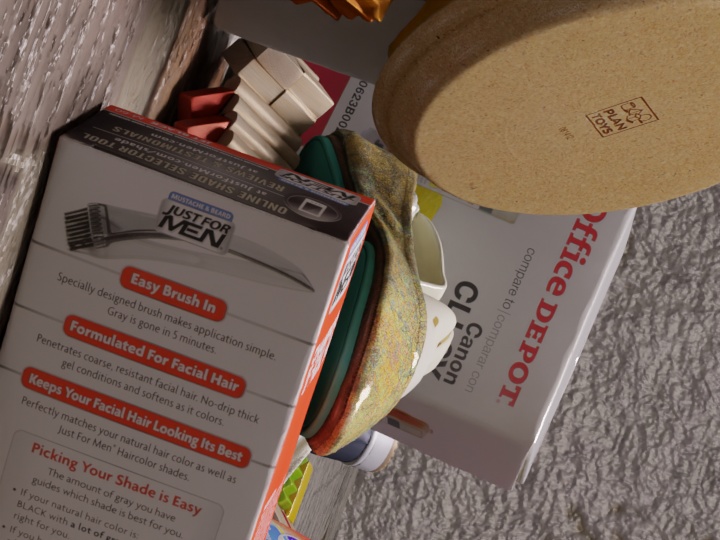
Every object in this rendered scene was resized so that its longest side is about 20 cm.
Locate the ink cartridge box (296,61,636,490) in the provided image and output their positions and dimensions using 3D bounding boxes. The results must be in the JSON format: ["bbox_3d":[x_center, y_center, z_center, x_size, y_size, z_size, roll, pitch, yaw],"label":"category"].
[{"bbox_3d":[0.017,-0.005,0.974,0.083,0.200,0.145,97,18,-70],"label":"ink cartridge box"}]

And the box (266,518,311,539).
[{"bbox_3d":[-0.101,0.212,0.987,0.200,0.103,0.095,-61,-179,9],"label":"box"}]

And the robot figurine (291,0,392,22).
[{"bbox_3d":[0.007,-0.200,0.722,0.145,0.058,0.200,37,73,-41],"label":"robot figurine"}]

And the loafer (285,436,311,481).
[{"bbox_3d":[-0.079,0.090,0.890,0.200,0.075,0.070,-44,161,-10],"label":"loafer"}]

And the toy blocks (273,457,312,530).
[{"bbox_3d":[-0.047,0.182,1.111,0.100,0.137,0.200,-26,164,-3],"label":"toy blocks"}]

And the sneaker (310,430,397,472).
[{"bbox_3d":[-0.058,0.080,1.362,0.200,0.108,0.070,18,-89,65],"label":"sneaker"}]

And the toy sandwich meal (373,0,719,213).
[{"bbox_3d":[0.097,-0.092,0.774,0.205,0.205,0.070,99,-15,-64],"label":"toy sandwich meal"}]

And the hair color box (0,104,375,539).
[{"bbox_3d":[-0.079,0.053,0.754,0.064,0.111,0.200,-58,168,-70],"label":"hair color box"}]

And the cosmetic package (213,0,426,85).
[{"bbox_3d":[0.055,-0.190,0.901,0.200,0.166,0.168,-64,172,-55],"label":"cosmetic package"}]

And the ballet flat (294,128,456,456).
[{"bbox_3d":[0.008,0.009,0.852,0.200,0.071,0.071,-96,-161,-55],"label":"ballet flat"}]

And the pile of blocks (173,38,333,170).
[{"bbox_3d":[-0.072,-0.031,0.871,0.062,0.082,0.200,45,44,-36],"label":"pile of blocks"}]
